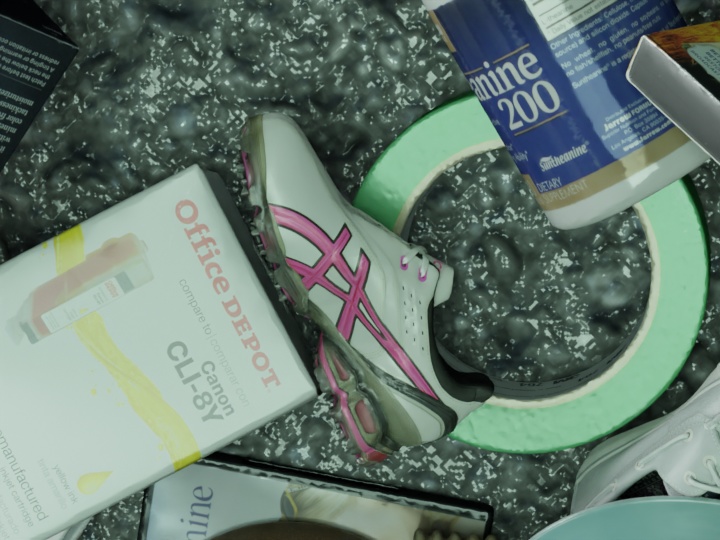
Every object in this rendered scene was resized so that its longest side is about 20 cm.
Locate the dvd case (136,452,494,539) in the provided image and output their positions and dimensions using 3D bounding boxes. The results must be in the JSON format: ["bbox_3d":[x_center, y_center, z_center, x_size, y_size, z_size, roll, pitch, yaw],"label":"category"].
[{"bbox_3d":[-0.033,0.184,1.548,0.200,0.018,0.143,10,102,7],"label":"dvd case"}]

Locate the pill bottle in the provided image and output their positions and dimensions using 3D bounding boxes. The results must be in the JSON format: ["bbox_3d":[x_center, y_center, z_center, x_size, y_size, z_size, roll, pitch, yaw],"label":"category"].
[{"bbox_3d":[0.098,-0.131,1.375,0.111,0.111,0.200,-29,97,12],"label":"pill bottle"}]

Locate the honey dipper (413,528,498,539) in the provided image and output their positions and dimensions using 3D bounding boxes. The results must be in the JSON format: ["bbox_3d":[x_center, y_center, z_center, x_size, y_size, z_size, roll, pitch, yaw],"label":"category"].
[{"bbox_3d":[0.128,0.168,1.502,0.200,0.038,0.038,4,100,0],"label":"honey dipper"}]

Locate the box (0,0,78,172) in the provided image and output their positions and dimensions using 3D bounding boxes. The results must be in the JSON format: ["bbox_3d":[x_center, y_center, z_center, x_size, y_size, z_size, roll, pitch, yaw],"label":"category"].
[{"bbox_3d":[-0.283,-0.100,1.439,0.198,0.123,0.200,-55,46,13],"label":"box"}]

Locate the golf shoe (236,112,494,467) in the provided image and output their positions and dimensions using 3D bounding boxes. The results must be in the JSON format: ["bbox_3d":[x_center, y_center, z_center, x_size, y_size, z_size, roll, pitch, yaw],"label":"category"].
[{"bbox_3d":[0.000,0.000,1.440,0.092,0.073,0.200,-23,105,5],"label":"golf shoe"}]

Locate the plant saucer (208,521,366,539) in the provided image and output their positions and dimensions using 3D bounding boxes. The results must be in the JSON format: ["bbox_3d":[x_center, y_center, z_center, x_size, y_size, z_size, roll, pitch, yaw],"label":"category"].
[{"bbox_3d":[-0.039,0.242,1.535,0.200,0.032,0.200,2,100,8],"label":"plant saucer"}]

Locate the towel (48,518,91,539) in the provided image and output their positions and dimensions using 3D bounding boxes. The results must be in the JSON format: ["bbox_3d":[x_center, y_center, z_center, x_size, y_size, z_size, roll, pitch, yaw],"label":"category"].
[{"bbox_3d":[-0.238,0.099,1.558,0.191,0.032,0.200,36,102,1],"label":"towel"}]

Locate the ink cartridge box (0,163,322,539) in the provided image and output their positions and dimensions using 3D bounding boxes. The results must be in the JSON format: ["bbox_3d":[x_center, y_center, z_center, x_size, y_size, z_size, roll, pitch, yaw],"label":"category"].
[{"bbox_3d":[-0.139,0.048,1.482,0.200,0.083,0.145,-28,89,1],"label":"ink cartridge box"}]

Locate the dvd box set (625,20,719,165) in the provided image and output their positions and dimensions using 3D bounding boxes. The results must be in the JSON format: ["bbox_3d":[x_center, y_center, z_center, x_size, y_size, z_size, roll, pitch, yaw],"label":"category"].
[{"bbox_3d":[0.249,-0.078,1.329,0.146,0.200,0.029,48,134,34],"label":"dvd box set"}]

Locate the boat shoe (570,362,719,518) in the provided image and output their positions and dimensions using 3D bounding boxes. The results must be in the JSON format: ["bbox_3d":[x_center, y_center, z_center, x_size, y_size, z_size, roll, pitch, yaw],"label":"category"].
[{"bbox_3d":[0.180,0.102,1.431,0.072,0.069,0.200,41,135,-22],"label":"boat shoe"}]

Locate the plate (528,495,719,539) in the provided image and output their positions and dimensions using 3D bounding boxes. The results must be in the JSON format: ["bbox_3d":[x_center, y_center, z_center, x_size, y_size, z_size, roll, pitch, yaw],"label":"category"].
[{"bbox_3d":[0.171,0.193,1.459,0.200,0.026,0.200,4,135,4],"label":"plate"}]

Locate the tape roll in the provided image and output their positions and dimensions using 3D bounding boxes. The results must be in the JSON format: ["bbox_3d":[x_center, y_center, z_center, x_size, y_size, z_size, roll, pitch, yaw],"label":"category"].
[{"bbox_3d":[0.090,-0.002,1.483,0.200,0.048,0.201,2,100,9],"label":"tape roll"}]
